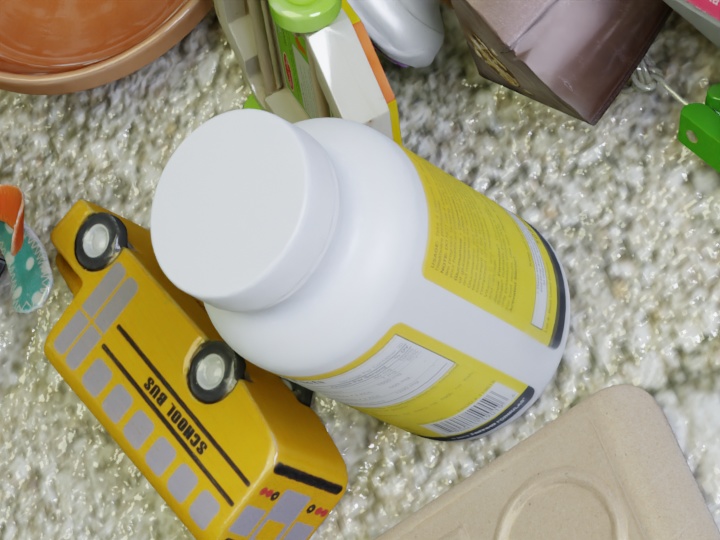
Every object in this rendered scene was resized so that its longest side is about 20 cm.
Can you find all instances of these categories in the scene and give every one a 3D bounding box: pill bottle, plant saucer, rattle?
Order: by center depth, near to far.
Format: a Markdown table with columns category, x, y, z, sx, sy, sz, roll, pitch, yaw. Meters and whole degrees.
| category | x | y | z | sx | sy | sz | roll | pitch | yaw |
| --- | --- | --- | --- | --- | --- | --- | --- | --- | --- |
| pill bottle | 0.000 | 0.000 | 1.115 | 0.111 | 0.200 | 0.113 | -12 | 67 | 31 |
| rattle | -0.193 | -0.057 | 1.336 | 0.199 | 0.142 | 0.131 | 1 | 109 | 44 |
| plant saucer | -0.150 | -0.183 | 1.366 | 0.199 | 0.032 | 0.202 | -7 | 66 | 15 |

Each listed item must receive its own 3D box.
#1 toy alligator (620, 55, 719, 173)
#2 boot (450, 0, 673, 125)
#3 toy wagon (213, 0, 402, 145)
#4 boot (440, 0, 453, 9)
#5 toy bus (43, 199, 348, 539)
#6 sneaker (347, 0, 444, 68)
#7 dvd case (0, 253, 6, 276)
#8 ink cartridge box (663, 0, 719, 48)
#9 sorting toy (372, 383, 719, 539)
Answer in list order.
| category | x | y | z | sx | sy | sz | roll | pitch | yaw |
| --- | --- | --- | --- | --- | --- | --- | --- | --- | --- |
| toy alligator | 0.180 | -0.049 | 1.105 | 0.054 | 0.060 | 0.200 | -17 | 43 | -21 |
| boot | 0.089 | -0.186 | 1.116 | 0.186 | 0.064 | 0.200 | 43 | 98 | -1 |
| toy wagon | -0.041 | -0.116 | 1.223 | 0.039 | 0.156 | 0.200 | -25 | 54 | -13 |
| boot | 0.096 | -0.224 | 1.212 | 0.199 | 0.074 | 0.155 | -33 | 58 | 7 |
| toy bus | -0.088 | 0.052 | 1.246 | 0.078 | 0.065 | 0.200 | -52 | 53 | 10 |
| sneaker | 0.011 | -0.196 | 1.223 | 0.099 | 0.075 | 0.201 | -24 | 73 | 26 |
| dvd case | -0.293 | 0.017 | 1.433 | 0.200 | 0.016 | 0.149 | 31 | 93 | 38 |
| ink cartridge box | 0.216 | -0.170 | 1.057 | 0.083 | 0.145 | 0.201 | 37 | 96 | 36 |
| sorting toy | 0.076 | 0.173 | 1.110 | 0.199 | 0.036 | 0.186 | -33 | 58 | 17 |
